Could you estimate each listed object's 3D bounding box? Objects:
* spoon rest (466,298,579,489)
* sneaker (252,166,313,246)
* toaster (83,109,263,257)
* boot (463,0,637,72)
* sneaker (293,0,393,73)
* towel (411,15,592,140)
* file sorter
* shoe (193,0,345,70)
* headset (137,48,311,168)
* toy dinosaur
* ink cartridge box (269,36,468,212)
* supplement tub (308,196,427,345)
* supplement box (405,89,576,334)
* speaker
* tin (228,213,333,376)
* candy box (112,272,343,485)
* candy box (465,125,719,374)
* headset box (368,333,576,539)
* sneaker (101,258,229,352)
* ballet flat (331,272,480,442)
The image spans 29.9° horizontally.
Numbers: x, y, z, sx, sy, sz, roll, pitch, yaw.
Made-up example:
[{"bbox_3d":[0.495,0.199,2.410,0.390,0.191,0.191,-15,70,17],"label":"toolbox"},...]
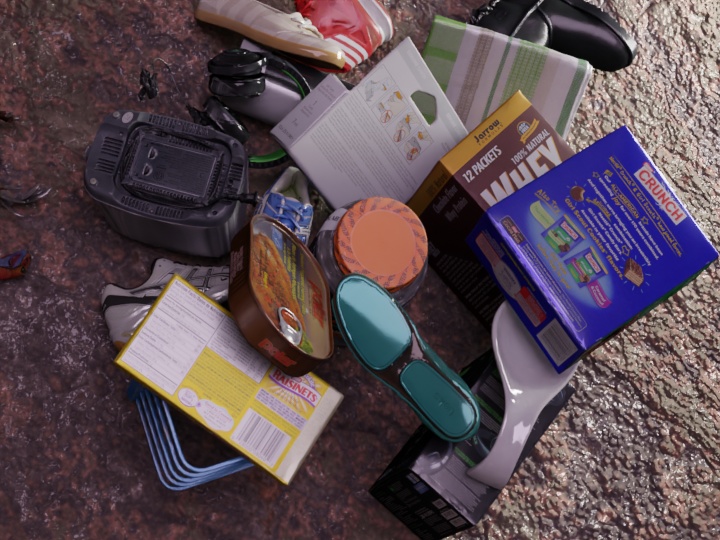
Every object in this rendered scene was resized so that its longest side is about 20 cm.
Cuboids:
[{"bbox_3d":[0.161,0.113,1.337,0.098,0.061,0.202,23,70,-8],"label":"spoon rest"},{"bbox_3d":[-0.092,-0.038,1.446,0.075,0.078,0.201,16,35,-10],"label":"sneaker"},{"bbox_3d":[-0.194,-0.087,1.446,0.197,0.129,0.115,13,71,3],"label":"toaster"},{"bbox_3d":[0.218,-0.269,1.647,0.197,0.074,0.163,38,67,6],"label":"boot"},{"bbox_3d":[-0.063,-0.318,1.589,0.200,0.078,0.116,44,67,3],"label":"sneaker"},{"bbox_3d":[0.158,-0.206,1.596,0.197,0.031,0.151,16,111,-7],"label":"towel"},{"bbox_3d":[-0.145,0.141,1.364,0.137,0.200,0.124,-17,80,-18],"label":"file sorter"},{"bbox_3d":[-0.101,-0.281,1.538,0.198,0.070,0.054,24,96,19],"label":"shoe"},{"bbox_3d":[-0.143,-0.180,1.462,0.197,0.094,0.125,16,106,-17],"label":"headset"},{"bbox_3d":[-0.408,-0.084,1.452,0.197,0.105,0.184,3,84,26],"label":"toy dinosaur"},{"bbox_3d":[0.015,-0.147,1.474,0.173,0.200,0.044,-44,52,-3],"label":"ink cartridge box"},{"bbox_3d":[0.000,0.000,1.441,0.121,0.200,0.124,4,72,-12],"label":"supplement tub"},{"bbox_3d":[0.168,-0.051,1.501,0.133,0.197,0.200,-41,86,-22],"label":"supplement box"},{"bbox_3d":[-0.060,-0.191,1.550,0.198,0.081,0.082,22,69,-6],"label":"speaker"},{"bbox_3d":[-0.076,0.023,1.288,0.112,0.042,0.201,37,23,-23],"label":"tin"},{"bbox_3d":[-0.122,0.102,1.262,0.199,0.026,0.103,37,70,-7],"label":"candy box"},{"bbox_3d":[0.234,-0.023,1.357,0.199,0.077,0.170,-30,79,-24],"label":"candy box"},{"bbox_3d":[0.120,0.176,1.432,0.093,0.174,0.200,41,69,1],"label":"headset box"},{"bbox_3d":[-0.185,0.016,1.458,0.198,0.076,0.088,-23,73,-23],"label":"sneaker"},{"bbox_3d":[0.042,0.090,1.330,0.067,0.070,0.200,-41,80,-4],"label":"ballet flat"}]
